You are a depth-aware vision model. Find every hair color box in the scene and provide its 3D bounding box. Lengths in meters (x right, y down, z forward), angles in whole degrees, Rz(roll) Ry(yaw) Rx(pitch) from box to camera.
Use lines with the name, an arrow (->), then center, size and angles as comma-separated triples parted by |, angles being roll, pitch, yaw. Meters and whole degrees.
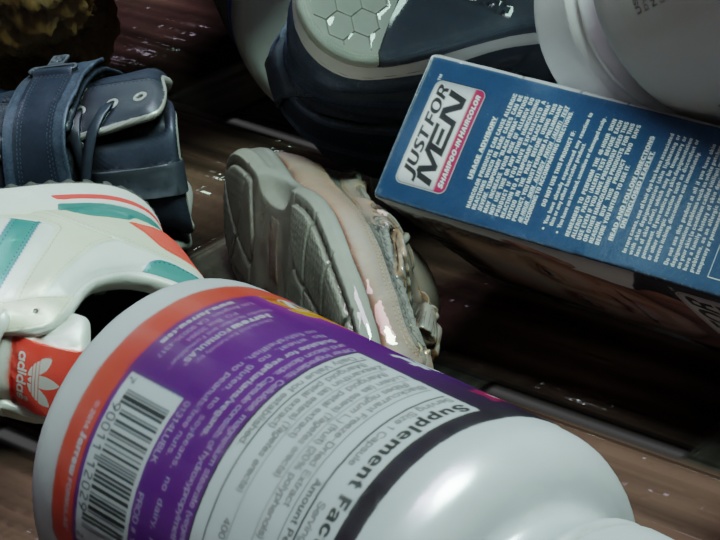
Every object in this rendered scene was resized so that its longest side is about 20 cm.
hair color box -> 0.115, -0.012, 0.951 | 0.199, 0.061, 0.100 | 18, -9, 37

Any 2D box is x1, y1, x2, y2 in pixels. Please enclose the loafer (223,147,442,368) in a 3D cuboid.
loafer -> 0.000, 0.000, 0.987 | 0.063, 0.072, 0.200 | -3, 22, -16

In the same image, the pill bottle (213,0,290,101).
pill bottle -> -0.019, -0.151, 1.244 | 0.113, 0.114, 0.200 | -8, 26, -9

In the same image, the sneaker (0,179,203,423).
sneaker -> -0.139, 0.017, 0.944 | 0.199, 0.071, 0.093 | -7, 29, -32

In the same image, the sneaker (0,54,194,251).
sneaker -> -0.147, -0.027, 1.044 | 0.146, 0.077, 0.202 | 4, 26, 20

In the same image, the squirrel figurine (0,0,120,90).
squirrel figurine -> -0.120, -0.170, 1.158 | 0.200, 0.141, 0.187 | -51, 18, 0

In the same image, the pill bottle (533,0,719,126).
pill bottle -> 0.141, -0.108, 0.908 | 0.114, 0.115, 0.200 | -16, -3, -25

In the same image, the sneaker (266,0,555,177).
sneaker -> 0.061, -0.097, 1.080 | 0.201, 0.077, 0.146 | -7, -15, -13

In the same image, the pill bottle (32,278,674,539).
pill bottle -> 0.007, 0.082, 0.762 | 0.111, 0.112, 0.200 | -24, 33, -36
